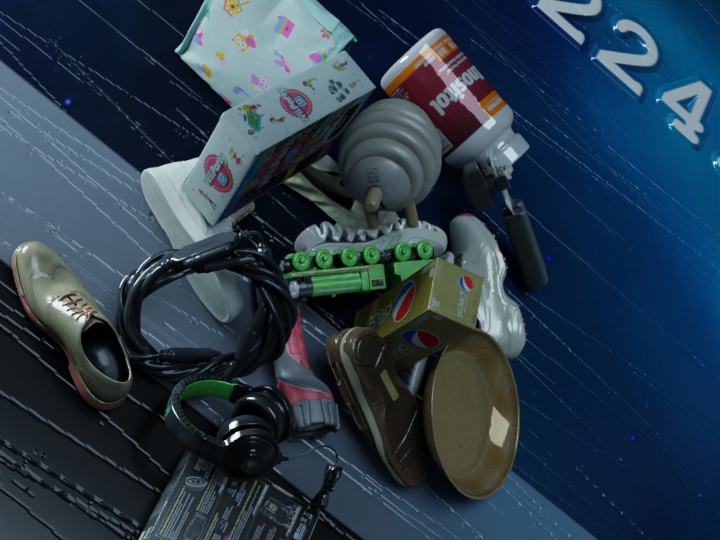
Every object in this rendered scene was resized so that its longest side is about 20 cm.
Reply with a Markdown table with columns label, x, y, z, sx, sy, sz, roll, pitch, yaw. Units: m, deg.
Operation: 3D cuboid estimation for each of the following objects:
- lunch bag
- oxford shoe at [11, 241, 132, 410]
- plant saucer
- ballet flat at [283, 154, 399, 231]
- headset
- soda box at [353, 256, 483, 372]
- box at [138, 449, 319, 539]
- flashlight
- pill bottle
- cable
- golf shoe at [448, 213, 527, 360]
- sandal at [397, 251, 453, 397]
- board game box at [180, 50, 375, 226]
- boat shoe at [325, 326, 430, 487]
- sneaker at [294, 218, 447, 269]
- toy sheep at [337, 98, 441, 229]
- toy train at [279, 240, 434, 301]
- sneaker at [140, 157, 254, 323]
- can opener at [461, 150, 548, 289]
| label | x | y | z | sx | sy | sz | roll | pitch | yaw |
| --- | --- | --- | --- | --- | --- | --- | --- | --- | --- |
| lunch bag | -0.107 | -0.283 | 1.547 | 0.170 | 0.200 | 0.122 | 44 | 53 | -4 |
| oxford shoe | -0.295 | 0.047 | 1.351 | 0.070 | 0.075 | 0.201 | -32 | 85 | -36 |
| plant saucer | 0.126 | 0.170 | 1.530 | 0.199 | 0.035 | 0.202 | 12 | 75 | -52 |
| ballet flat | -0.024 | -0.098 | 1.593 | 0.199 | 0.062 | 0.068 | 28 | 56 | -17 |
| headset | -0.115 | 0.184 | 1.363 | 0.198 | 0.095 | 0.124 | 23 | 26 | 1 |
| soda box | 0.059 | 0.058 | 1.478 | 0.064 | 0.200 | 0.068 | 22 | 61 | -19 |
| box | -0.150 | 0.300 | 1.334 | 0.160 | 0.044 | 0.201 | 34 | 54 | -13 |
| flashlight | -0.070 | 0.090 | 1.470 | 0.067 | 0.068 | 0.202 | 11 | 61 | -40 |
| pill bottle | 0.129 | -0.212 | 1.709 | 0.200 | 0.113 | 0.113 | 48 | 52 | -2 |
| cable | -0.172 | 0.050 | 1.401 | 0.198 | 0.051 | 0.164 | -23 | 112 | -4 |
| golf shoe | 0.142 | 0.021 | 1.630 | 0.091 | 0.075 | 0.202 | -8 | 69 | -27 |
| sandal | 0.089 | 0.079 | 1.569 | 0.059 | 0.079 | 0.208 | 24 | 66 | -17 |
| board game box | -0.093 | -0.151 | 1.450 | 0.064 | 0.148 | 0.200 | 49 | 51 | 8 |
| boat shoe | 0.018 | 0.156 | 1.489 | 0.074 | 0.074 | 0.204 | -31 | 108 | -38 |
| sneaker | 0.019 | -0.013 | 1.567 | 0.198 | 0.075 | 0.082 | -6 | 60 | -25 |
| toy sheep | 0.035 | -0.128 | 1.522 | 0.137 | 0.138 | 0.201 | 31 | 36 | -14 |
| toy train | 0.000 | 0.000 | 1.495 | 0.198 | 0.042 | 0.057 | -6 | 88 | -25 |
| sneaker | -0.158 | -0.046 | 1.481 | 0.115 | 0.074 | 0.201 | -22 | 78 | -33 |
| can opener | 0.191 | -0.066 | 1.674 | 0.053 | 0.066 | 0.201 | -85 | 151 | -62 |
